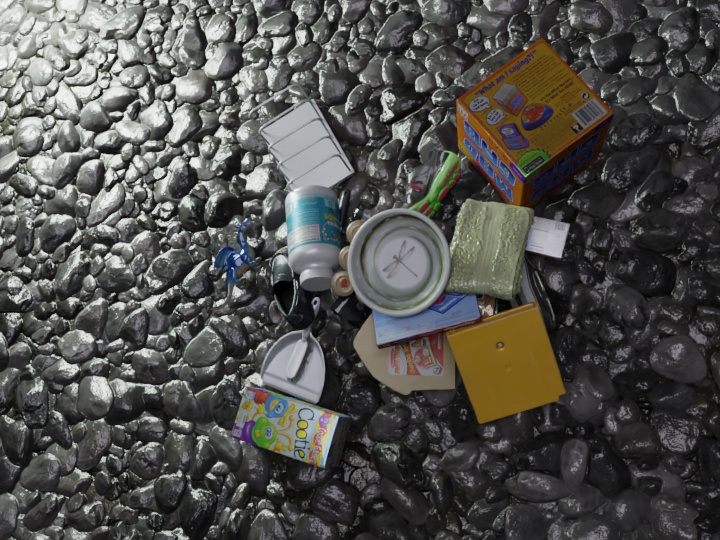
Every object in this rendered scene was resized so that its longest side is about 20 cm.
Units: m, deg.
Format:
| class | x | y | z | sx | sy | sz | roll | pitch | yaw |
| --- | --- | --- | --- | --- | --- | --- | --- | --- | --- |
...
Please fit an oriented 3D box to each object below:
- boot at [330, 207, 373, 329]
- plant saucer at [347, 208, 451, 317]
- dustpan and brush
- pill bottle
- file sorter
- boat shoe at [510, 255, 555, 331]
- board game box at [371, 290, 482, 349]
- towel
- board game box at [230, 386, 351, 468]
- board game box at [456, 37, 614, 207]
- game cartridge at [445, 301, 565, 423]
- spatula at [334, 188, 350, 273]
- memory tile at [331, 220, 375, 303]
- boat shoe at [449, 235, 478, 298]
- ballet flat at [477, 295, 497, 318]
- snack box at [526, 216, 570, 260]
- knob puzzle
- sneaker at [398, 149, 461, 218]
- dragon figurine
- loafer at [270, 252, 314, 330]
| class | x | y | z | sx | sy | sz | roll | pitch | yaw |
| --- | --- | --- | --- | --- | --- | --- | --- | --- | --- |
| boot | 0.001 | 0.001 | 1.533 | 0.165 | 0.066 | 0.200 | 35 | 89 | -20 |
| plant saucer | 0.076 | -0.014 | 1.442 | 0.199 | 0.050 | 0.201 | -1 | 88 | 20 |
| dustpan and brush | -0.117 | 0.153 | 1.563 | 0.139 | 0.057 | 0.201 | 18 | 81 | 17 |
| pill bottle | -0.093 | -0.063 | 1.558 | 0.110 | 0.111 | 0.201 | -11 | 65 | 11 |
| file sorter | -0.128 | -0.268 | 1.623 | 0.138 | 0.125 | 0.201 | -30 | 73 | 5 |
| boat shoe | 0.318 | 0.027 | 1.487 | 0.063 | 0.071 | 0.201 | -9 | 75 | -28 |
| board game box | 0.120 | 0.074 | 1.437 | 0.199 | 0.019 | 0.103 | -16 | 55 | 12 |
| towel | 0.236 | -0.042 | 1.430 | 0.148 | 0.037 | 0.201 | 7 | 63 | 21 |
| board game box | -0.134 | 0.307 | 1.512 | 0.199 | 0.103 | 0.105 | 14 | 82 | 16 |
| board game box | 0.321 | -0.264 | 1.461 | 0.200 | 0.200 | 0.200 | -36 | 72 | -3 |
| game cartridge | 0.271 | 0.173 | 1.429 | 0.175 | 0.032 | 0.201 | -18 | 111 | 9 |
| spatula | -0.045 | -0.077 | 1.615 | 0.056 | 0.021 | 0.201 | 7 | 79 | 19 |
| memory tile | 0.052 | 0.001 | 1.495 | 0.199 | 0.017 | 0.154 | 18 | 95 | -8 |
| boat shoe | 0.208 | 0.021 | 1.513 | 0.068 | 0.072 | 0.201 | 11 | 72 | -24 |
| ballet flat | 0.233 | 0.042 | 1.466 | 0.065 | 0.071 | 0.201 | 6 | 79 | 2 |
| snack box | 0.307 | -0.079 | 1.529 | 0.199 | 0.024 | 0.072 | 15 | 83 | 16 |
| knob puzzle | 0.085 | 0.146 | 1.519 | 0.218 | 0.030 | 0.221 | 1 | 75 | -2 |
| sneaker | 0.124 | -0.161 | 1.575 | 0.084 | 0.077 | 0.200 | 37 | 85 | 35 |
| dragon figurine | -0.271 | -0.013 | 1.637 | 0.099 | 0.059 | 0.200 | 34 | 87 | 18 |
| loafer | -0.148 | 0.032 | 1.564 | 0.068 | 0.070 | 0.201 | -38 | 47 | 16 |
